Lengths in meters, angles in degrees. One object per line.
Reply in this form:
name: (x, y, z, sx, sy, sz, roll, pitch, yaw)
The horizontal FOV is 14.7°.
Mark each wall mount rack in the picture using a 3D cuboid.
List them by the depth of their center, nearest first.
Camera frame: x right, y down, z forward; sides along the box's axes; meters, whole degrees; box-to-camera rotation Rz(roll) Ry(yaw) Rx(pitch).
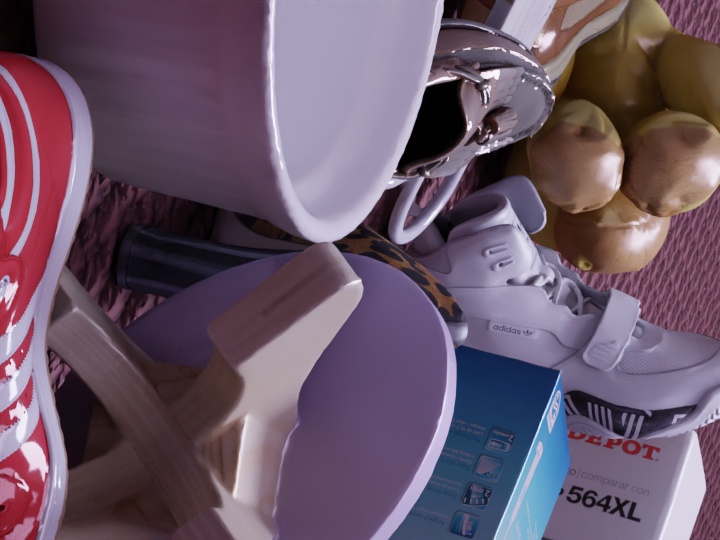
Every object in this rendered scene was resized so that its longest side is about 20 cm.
wall mount rack: (0.048, -0.118, 1.306, 0.201, 0.074, 0.174, -63, 166, 25)

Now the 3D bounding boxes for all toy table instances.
toy table: (-0.065, 0.061, 0.993, 0.200, 0.184, 0.117, -48, 161, -1)

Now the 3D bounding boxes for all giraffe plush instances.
giraffe plush: (0.127, -0.067, 1.558, 0.201, 0.171, 0.163, -106, -160, -44)

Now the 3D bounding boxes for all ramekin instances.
ramekin: (-0.041, -0.116, 1.011, 0.200, 0.097, 0.202, 9, 90, -72)

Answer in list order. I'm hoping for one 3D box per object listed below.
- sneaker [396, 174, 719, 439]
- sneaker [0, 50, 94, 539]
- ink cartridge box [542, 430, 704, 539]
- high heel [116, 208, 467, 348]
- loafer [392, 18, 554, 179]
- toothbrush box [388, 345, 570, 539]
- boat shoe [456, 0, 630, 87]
sneaker: (0.105, 0.019, 1.434, 0.075, 0.199, 0.116, -68, 159, -61)
sneaker: (-0.137, 0.027, 0.888, 0.112, 0.071, 0.201, 5, 91, -76)
ink cartridge box: (0.096, 0.174, 1.576, 0.084, 0.145, 0.201, 69, 38, -60)
high heel: (0.000, 0.000, 1.172, 0.200, 0.142, 0.072, -27, 129, -67)
loafer: (0.015, -0.064, 1.174, 0.199, 0.063, 0.072, 0, 125, -44)
toothbrush box: (-0.006, 0.128, 1.250, 0.085, 0.146, 0.201, 79, 30, -53)
boat shoe: (0.103, -0.162, 1.458, 0.200, 0.075, 0.074, -59, 163, -54)
